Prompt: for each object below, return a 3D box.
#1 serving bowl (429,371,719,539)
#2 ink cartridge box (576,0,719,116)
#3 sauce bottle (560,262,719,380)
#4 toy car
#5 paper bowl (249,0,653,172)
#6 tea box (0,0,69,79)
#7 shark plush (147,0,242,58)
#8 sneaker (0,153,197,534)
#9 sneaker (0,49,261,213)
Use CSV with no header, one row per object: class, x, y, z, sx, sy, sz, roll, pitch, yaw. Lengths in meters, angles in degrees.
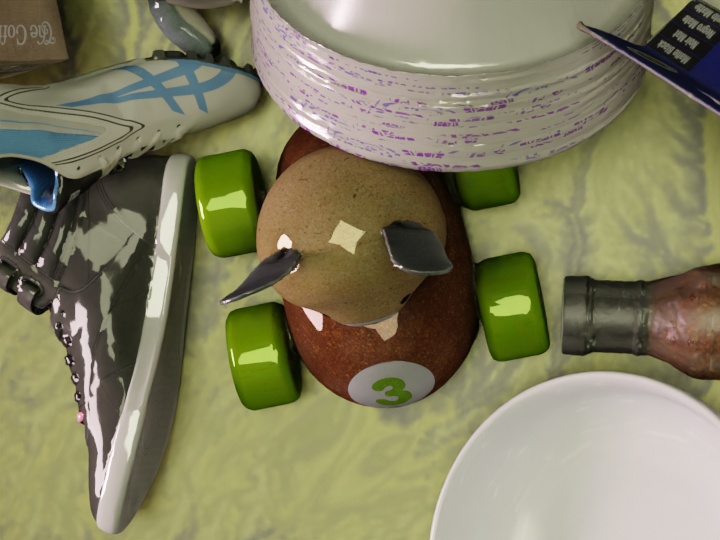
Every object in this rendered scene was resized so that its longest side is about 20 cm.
serving bowl,0.135,0.151,1.393,0.199,0.066,0.201,-2,87,29
ink cartridge box,0.225,-0.062,1.249,0.200,0.200,0.041,22,101,-37
sauce bottle,0.202,0.025,1.401,0.199,0.066,0.066,4,91,5
toy car,0.000,0.000,1.350,0.164,0.200,0.159,-11,95,6
paper bowl,0.044,-0.148,1.342,0.200,0.201,0.105,5,134,6
tea box,-0.285,-0.143,1.355,0.196,0.200,0.134,-11,89,29
shark plush,-0.132,-0.191,1.422,0.200,0.083,0.091,36,101,16
sneaker,-0.146,0.034,1.438,0.099,0.071,0.201,7,85,8
sneaker,-0.138,-0.069,1.401,0.199,0.072,0.073,-13,87,-31
